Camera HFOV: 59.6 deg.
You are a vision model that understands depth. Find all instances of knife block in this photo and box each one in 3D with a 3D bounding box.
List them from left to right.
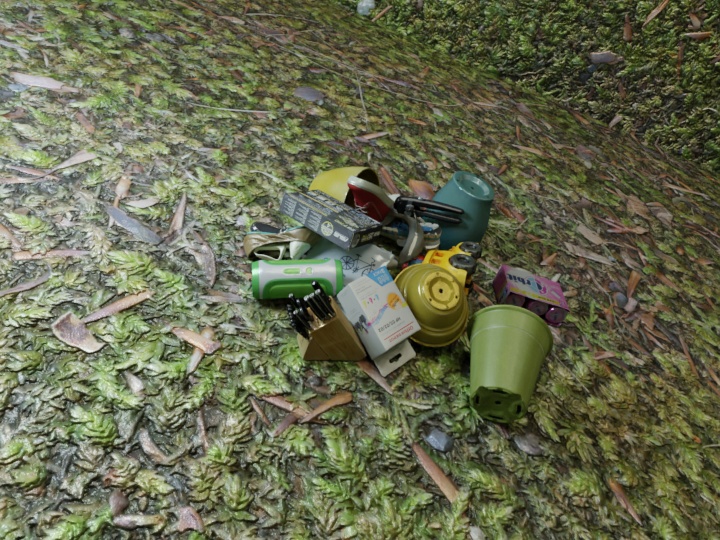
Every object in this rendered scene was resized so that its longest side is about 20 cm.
[{"bbox_3d":[-0.058,0.099,1.269,0.195,0.178,0.065,5,40,-26],"label":"knife block"}]

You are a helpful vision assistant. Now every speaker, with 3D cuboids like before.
[{"bbox_3d":[-0.137,0.018,1.367,0.193,0.090,0.090,-2,41,-9],"label":"speaker"}]

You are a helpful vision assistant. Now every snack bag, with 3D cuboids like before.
[{"bbox_3d":[-0.046,-0.004,1.448,0.185,0.022,0.202,28,67,15],"label":"snack bag"}]

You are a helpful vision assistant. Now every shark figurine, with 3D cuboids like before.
[{"bbox_3d":[0.125,-0.118,1.606,0.124,0.091,0.217,-16,44,-6],"label":"shark figurine"}]

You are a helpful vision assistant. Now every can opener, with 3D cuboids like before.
[{"bbox_3d":[0.185,-0.167,1.697,0.193,0.065,0.079,8,36,3],"label":"can opener"}]

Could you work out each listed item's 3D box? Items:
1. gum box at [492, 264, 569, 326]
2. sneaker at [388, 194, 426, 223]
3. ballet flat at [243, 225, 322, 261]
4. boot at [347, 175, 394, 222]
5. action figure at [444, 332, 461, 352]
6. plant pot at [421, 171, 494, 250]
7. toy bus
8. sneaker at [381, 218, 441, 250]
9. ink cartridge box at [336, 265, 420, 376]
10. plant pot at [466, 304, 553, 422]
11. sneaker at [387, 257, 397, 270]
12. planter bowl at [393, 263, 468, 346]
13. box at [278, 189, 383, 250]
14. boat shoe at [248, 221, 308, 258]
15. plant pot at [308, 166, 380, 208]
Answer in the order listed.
[{"bbox_3d":[0.469,0.070,1.718,0.195,0.067,0.115,17,36,-13],"label":"gum box"},{"bbox_3d":[0.144,-0.155,1.786,0.098,0.076,0.200,-25,59,-40],"label":"sneaker"},{"bbox_3d":[-0.176,-0.056,1.443,0.193,0.068,0.074,-4,64,6],"label":"ballet flat"},{"bbox_3d":[0.004,-0.139,1.538,0.071,0.147,0.199,29,0,29],"label":"boot"},{"bbox_3d":[0.144,0.109,1.479,0.196,0.070,0.131,25,43,6],"label":"action figure"},{"bbox_3d":[0.285,-0.168,1.797,0.194,0.191,0.203,16,37,-12],"label":"plant pot"},{"bbox_3d":[0.204,-0.002,1.614,0.187,0.139,0.200,16,31,15],"label":"toy bus"},{"bbox_3d":[0.125,-0.086,1.704,0.195,0.089,0.075,15,38,27],"label":"sneaker"},{"bbox_3d":[0.050,0.108,1.349,0.114,0.068,0.203,-25,81,-36],"label":"ink cartridge box"},{"bbox_3d":[0.311,0.215,1.366,0.196,0.202,0.192,25,47,0],"label":"plant pot"},{"bbox_3d":[0.000,0.000,1.516,0.194,0.072,0.075,-6,80,-20],"label":"sneaker"},{"bbox_3d":[0.169,0.060,1.417,0.194,0.084,0.206,6,65,-13],"label":"planter bowl"},{"bbox_3d":[-0.064,-0.121,1.434,0.197,0.050,0.160,30,20,18],"label":"box"},{"bbox_3d":[-0.172,-0.086,1.525,0.195,0.064,0.074,21,36,-7],"label":"boat shoe"},{"bbox_3d":[-0.055,-0.180,1.627,0.139,0.206,0.199,18,31,25],"label":"plant pot"}]
